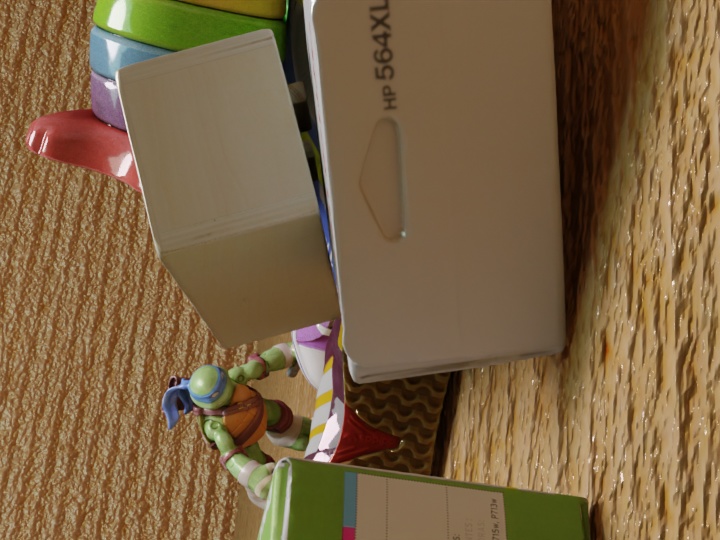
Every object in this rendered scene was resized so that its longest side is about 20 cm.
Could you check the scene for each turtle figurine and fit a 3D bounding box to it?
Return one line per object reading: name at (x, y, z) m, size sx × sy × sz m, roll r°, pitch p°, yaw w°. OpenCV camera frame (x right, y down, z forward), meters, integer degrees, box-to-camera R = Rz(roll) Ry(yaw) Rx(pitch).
turtle figurine at (-0.066, 0.143, 1.315) m, size 0.194 × 0.198 × 0.145 m, roll 70°, pitch 180°, yaw -60°

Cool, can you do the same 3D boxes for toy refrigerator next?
toy refrigerator at (-0.047, -0.027, 0.628) m, size 0.200 × 0.069 × 0.077 m, roll 80°, pitch 175°, yaw -76°

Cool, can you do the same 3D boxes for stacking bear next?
stacking bear at (-0.088, -0.149, 0.772) m, size 0.113 × 0.121 × 0.202 m, roll -12°, pitch -61°, yaw -62°

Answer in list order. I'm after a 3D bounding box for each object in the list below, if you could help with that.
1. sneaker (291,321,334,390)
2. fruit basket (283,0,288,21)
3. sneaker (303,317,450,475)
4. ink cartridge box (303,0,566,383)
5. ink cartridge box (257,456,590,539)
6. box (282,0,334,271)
sneaker at (-0.001, 0.000, 0.921) m, size 0.114 × 0.072 × 0.203 m, roll -109°, pitch 28°, yaw -70°
fruit basket at (-0.051, -0.186, 0.946) m, size 0.157 × 0.214 × 0.216 m, roll -64°, pitch 8°, yaw 5°
sneaker at (0.007, 0.085, 0.762) m, size 0.090 × 0.074 × 0.202 m, roll -85°, pitch 12°, yaw -76°
ink cartridge box at (0.023, -0.064, 0.581) m, size 0.200 × 0.083 × 0.148 m, roll -101°, pitch 5°, yaw -69°
ink cartridge box at (-0.038, 0.130, 0.469) m, size 0.149 × 0.198 × 0.076 m, roll 106°, pitch 171°, yaw -46°
box at (-0.004, -0.088, 0.781) m, size 0.201 × 0.047 × 0.122 m, roll 102°, pitch 151°, yaw -43°
